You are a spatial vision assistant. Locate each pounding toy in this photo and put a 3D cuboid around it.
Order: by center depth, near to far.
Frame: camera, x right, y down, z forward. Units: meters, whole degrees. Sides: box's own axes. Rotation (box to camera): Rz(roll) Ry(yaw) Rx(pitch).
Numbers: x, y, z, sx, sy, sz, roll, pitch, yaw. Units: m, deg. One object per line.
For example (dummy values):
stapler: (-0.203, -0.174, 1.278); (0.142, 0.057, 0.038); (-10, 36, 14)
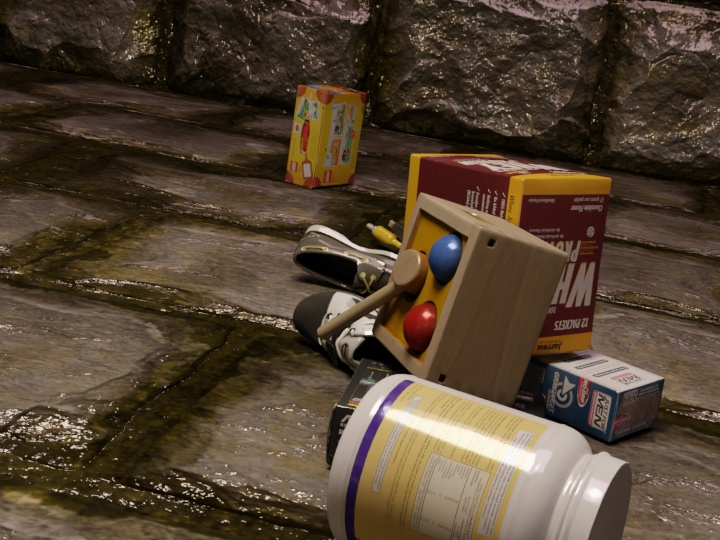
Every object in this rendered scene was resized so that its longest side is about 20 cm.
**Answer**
pounding toy: (0.073, 0.027, 1.134); (0.141, 0.186, 0.200); (16, 10, -22)

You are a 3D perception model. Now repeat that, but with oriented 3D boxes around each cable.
cable: (0.095, -0.027, 1.875); (0.097, 0.051, 0.200); (18, 17, -42)

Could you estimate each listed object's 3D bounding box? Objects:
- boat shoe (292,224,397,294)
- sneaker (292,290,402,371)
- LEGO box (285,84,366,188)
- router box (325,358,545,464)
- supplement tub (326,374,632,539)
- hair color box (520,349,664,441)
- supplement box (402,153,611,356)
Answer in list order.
boat shoe: (0.000, 0.002, 1.620); (0.200, 0.072, 0.060); (23, 46, 12)
sneaker: (-0.007, 0.076, 1.316); (0.199, 0.075, 0.088); (16, 15, 29)
LEGO box: (-0.072, -0.280, 2.379); (0.077, 0.202, 0.148); (18, 17, 32)
router box: (0.078, 0.152, 1.095); (0.198, 0.063, 0.150); (11, 14, 8)
supplement tub: (0.090, 0.173, 0.862); (0.199, 0.147, 0.145); (16, 16, 26)
hair color box: (0.230, 0.124, 1.293); (0.100, 0.061, 0.199); (-8, 21, -45)
supplement box: (0.158, -0.023, 1.299); (0.132, 0.199, 0.199); (-3, 14, -34)
